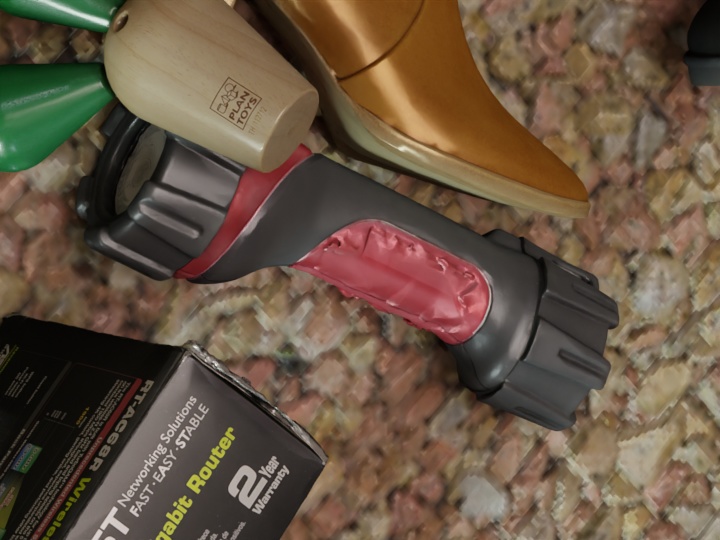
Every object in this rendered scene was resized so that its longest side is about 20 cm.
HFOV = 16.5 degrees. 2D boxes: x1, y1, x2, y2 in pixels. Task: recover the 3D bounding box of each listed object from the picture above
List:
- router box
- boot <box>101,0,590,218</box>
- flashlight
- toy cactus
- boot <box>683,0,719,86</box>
[{"bbox_3d":[-0.114,0.113,0.768,0.062,0.150,0.200,39,76,-24],"label":"router box"},{"bbox_3d":[0.017,-0.112,0.869,0.200,0.071,0.145,23,85,-21],"label":"boot"},{"bbox_3d":[0.000,0.000,0.872,0.199,0.068,0.068,27,106,-27],"label":"flashlight"},{"bbox_3d":[-0.087,-0.091,0.781,0.165,0.102,0.200,33,85,16],"label":"toy cactus"},{"bbox_3d":[0.161,-0.188,0.944,0.164,0.066,0.201,-28,108,-32],"label":"boot"}]
